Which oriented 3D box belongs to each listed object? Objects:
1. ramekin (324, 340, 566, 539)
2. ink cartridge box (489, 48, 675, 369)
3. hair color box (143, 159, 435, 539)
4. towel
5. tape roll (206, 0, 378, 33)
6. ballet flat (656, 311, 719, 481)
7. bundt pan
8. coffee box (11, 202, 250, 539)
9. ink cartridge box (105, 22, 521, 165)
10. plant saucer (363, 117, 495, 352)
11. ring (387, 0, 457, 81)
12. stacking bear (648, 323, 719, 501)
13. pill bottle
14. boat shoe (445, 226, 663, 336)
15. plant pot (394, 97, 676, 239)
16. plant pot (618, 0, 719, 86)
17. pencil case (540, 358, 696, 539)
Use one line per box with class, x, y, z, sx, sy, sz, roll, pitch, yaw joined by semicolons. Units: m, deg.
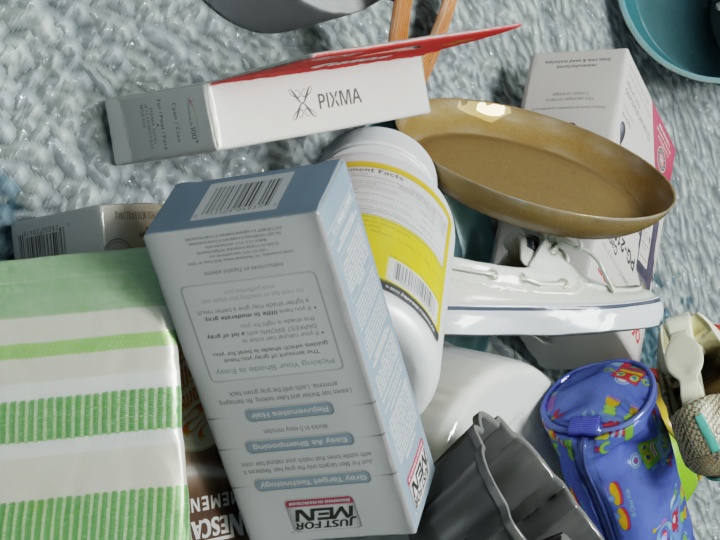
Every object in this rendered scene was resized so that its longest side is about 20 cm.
ramekin;0.062;0.146;1.213;0.199;0.097;0.203;-7;99;-49
ink cartridge box;0.170;-0.043;1.394;0.145;0.083;0.202;50;46;-52
hair color box;-0.034;0.048;0.984;0.061;0.098;0.202;-66;144;-57
towel;-0.166;0.095;0.955;0.151;0.023;0.203;-5;86;-6
tape roll;-0.049;-0.260;1.199;0.199;0.066;0.203;12;75;-50
ballet flat;0.226;0.070;1.225;0.076;0.067;0.200;60;14;-12
bundt pan;0.097;0.186;1.064;0.202;0.076;0.202;50;13;-15
coffee box;-0.122;0.067;1.038;0.114;0.079;0.203;-5;87;-52
ink cartridge box;-0.024;-0.105;1.107;0.199;0.175;0.045;-15;97;-47
plant saucer;0.029;-0.006;1.281;0.199;0.027;0.203;12;74;-49
ring;0.046;-0.208;1.266;0.200;0.019;0.203;17;90;-80
stacking bear;0.217;0.123;1.357;0.200;0.121;0.114;-44;114;-14
pill bottle;0.000;0.000;1.108;0.112;0.111;0.201;57;24;-28
boat shoe;0.115;0.001;1.236;0.200;0.074;0.087;0;88;-21
plant pot;0.116;-0.067;1.251;0.199;0.199;0.028;-16;127;-51
plant pot;0.342;-0.247;1.595;0.188;0.198;0.203;11;75;-65
pencil case;0.180;0.160;1.218;0.087;0.077;0.202;-56;133;-52
